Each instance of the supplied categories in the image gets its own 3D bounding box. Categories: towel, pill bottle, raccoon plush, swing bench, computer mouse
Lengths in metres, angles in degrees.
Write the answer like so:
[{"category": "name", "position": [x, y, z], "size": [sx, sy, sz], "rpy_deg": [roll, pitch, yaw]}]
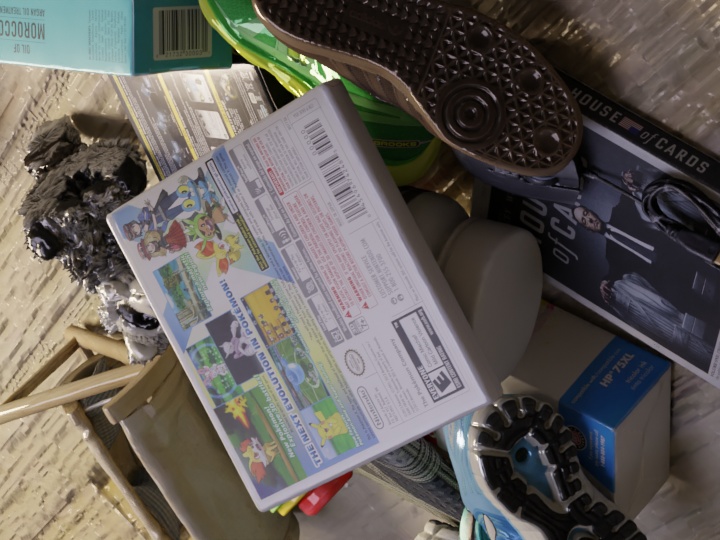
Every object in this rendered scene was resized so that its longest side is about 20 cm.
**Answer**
[{"category": "towel", "position": [0.008, 0.116, 1.555], "size": [0.200, 0.035, 0.193], "rpy_deg": [22, 167, 45]}, {"category": "pill bottle", "position": [0.000, 0.000, 1.357], "size": [0.199, 0.113, 0.113], "rpy_deg": [14, 137, 27]}, {"category": "raccoon plush", "position": [-0.163, -0.028, 1.596], "size": [0.134, 0.097, 0.200], "rpy_deg": [56, -168, -27]}, {"category": "swing bench", "position": [-0.160, 0.151, 1.777], "size": [0.200, 0.130, 0.199], "rpy_deg": [-7, 121, 47]}, {"category": "computer mouse", "position": [0.125, -0.042, 1.249], "size": [0.200, 0.034, 0.059], "rpy_deg": [26, 142, 30]}]

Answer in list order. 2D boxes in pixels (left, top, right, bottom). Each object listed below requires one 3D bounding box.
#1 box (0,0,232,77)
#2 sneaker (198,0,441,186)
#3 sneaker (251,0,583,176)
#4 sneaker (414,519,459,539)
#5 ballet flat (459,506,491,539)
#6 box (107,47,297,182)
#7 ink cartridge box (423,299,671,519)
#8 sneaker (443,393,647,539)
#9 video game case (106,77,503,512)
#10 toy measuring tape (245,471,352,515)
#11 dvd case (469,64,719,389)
[{"category": "box", "position": [-0.175, -0.154, 1.428], "size": [0.200, 0.082, 0.049], "rpy_deg": [10, 104, 44]}, {"category": "sneaker", "position": [-0.019, -0.140, 1.340], "size": [0.200, 0.074, 0.084], "rpy_deg": [45, 121, 11]}, {"category": "sneaker", "position": [0.034, -0.118, 1.249], "size": [0.200, 0.071, 0.076], "rpy_deg": [32, -177, 4]}, {"category": "sneaker", "position": [0.084, 0.245, 1.604], "size": [0.077, 0.080, 0.200], "rpy_deg": [20, 163, 44]}, {"category": "ballet flat", "position": [0.116, 0.195, 1.494], "size": [0.200, 0.068, 0.070], "rpy_deg": [34, 167, -37]}, {"category": "box", "position": [-0.072, -0.067, 1.492], "size": [0.161, 0.049, 0.200], "rpy_deg": [7, 132, 44]}, {"category": "ink cartridge box", "position": [0.094, 0.073, 1.430], "size": [0.200, 0.067, 0.116], "rpy_deg": [28, 146, 28]}, {"category": "sneaker", "position": [0.110, 0.147, 1.384], "size": [0.090, 0.078, 0.200], "rpy_deg": [26, 146, 59]}, {"category": "video game case", "position": [-0.035, 0.018, 1.303], "size": [0.182, 0.022, 0.200], "rpy_deg": [-28, 90, 33]}, {"category": "toy measuring tape", "position": [-0.034, 0.111, 1.407], "size": [0.074, 0.074, 0.200], "rpy_deg": [44, 161, 3]}, {"category": "dvd case", "position": [0.151, -0.027, 1.291], "size": [0.200, 0.025, 0.151], "rpy_deg": [32, 146, 22]}]
